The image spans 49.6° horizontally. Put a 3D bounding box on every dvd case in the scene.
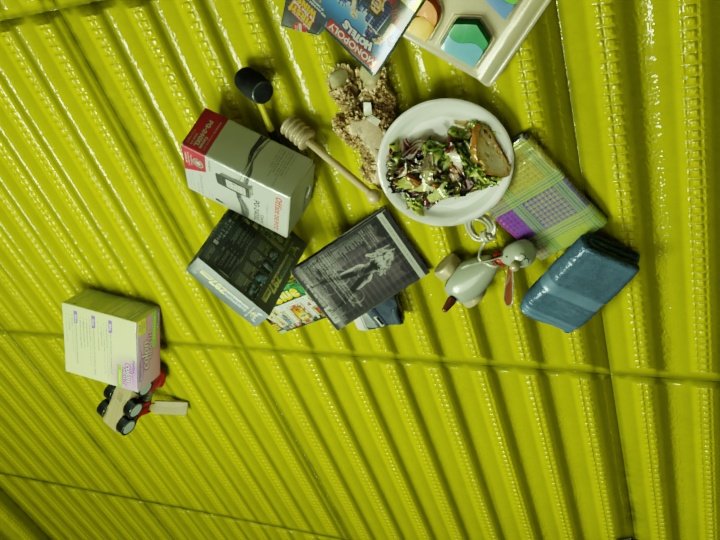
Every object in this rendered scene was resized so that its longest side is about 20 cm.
[{"bbox_3d":[0.000,0.000,1.351,0.199,0.016,0.149,-32,116,11],"label":"dvd case"}]

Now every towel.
[{"bbox_3d":[0.343,0.021,1.233,0.111,0.049,0.200,22,141,-8],"label":"towel"},{"bbox_3d":[0.259,-0.109,1.173,0.200,0.023,0.143,41,136,-16],"label":"towel"}]

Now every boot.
[{"bbox_3d":[0.015,0.024,1.413,0.089,0.073,0.201,-9,131,17],"label":"boot"}]

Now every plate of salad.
[{"bbox_3d":[0.122,-0.148,1.124,0.198,0.048,0.202,2,123,3],"label":"plate of salad"}]

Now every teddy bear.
[{"bbox_3d":[0.021,-0.223,1.163,0.144,0.067,0.201,-26,111,30],"label":"teddy bear"}]

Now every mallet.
[{"bbox_3d":[-0.151,-0.238,1.252,0.066,0.041,0.201,46,163,33],"label":"mallet"}]

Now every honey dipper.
[{"bbox_3d":[-0.045,-0.168,1.208,0.200,0.038,0.038,43,142,17],"label":"honey dipper"}]

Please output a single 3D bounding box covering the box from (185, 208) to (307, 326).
[{"bbox_3d":[-0.193,-0.024,1.363,0.157,0.201,0.051,40,132,-15],"label":"box"}]

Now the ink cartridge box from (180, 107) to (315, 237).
[{"bbox_3d":[-0.184,-0.157,1.281,0.199,0.084,0.146,27,156,5],"label":"ink cartridge box"}]

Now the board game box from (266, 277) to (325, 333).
[{"bbox_3d":[-0.127,0.064,1.552,0.199,0.024,0.105,-22,117,41],"label":"board game box"}]

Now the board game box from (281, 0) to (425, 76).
[{"bbox_3d":[-0.017,-0.363,1.010,0.200,0.062,0.200,45,142,2],"label":"board game box"}]

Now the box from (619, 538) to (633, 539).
[{"bbox_3d":[0.614,0.707,1.730,0.200,0.123,0.106,42,138,-15],"label":"box"}]

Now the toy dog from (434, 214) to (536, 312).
[{"bbox_3d":[0.190,0.013,1.262,0.131,0.097,0.200,30,147,2],"label":"toy dog"}]

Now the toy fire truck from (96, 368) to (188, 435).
[{"bbox_3d":[-0.522,0.309,1.936,0.128,0.200,0.177,32,106,21],"label":"toy fire truck"}]

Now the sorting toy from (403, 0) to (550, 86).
[{"bbox_3d":[0.125,-0.347,0.993,0.199,0.037,0.185,31,139,-3],"label":"sorting toy"}]

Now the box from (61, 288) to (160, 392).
[{"bbox_3d":[-0.565,0.156,1.775,0.198,0.097,0.178,12,113,17],"label":"box"}]
